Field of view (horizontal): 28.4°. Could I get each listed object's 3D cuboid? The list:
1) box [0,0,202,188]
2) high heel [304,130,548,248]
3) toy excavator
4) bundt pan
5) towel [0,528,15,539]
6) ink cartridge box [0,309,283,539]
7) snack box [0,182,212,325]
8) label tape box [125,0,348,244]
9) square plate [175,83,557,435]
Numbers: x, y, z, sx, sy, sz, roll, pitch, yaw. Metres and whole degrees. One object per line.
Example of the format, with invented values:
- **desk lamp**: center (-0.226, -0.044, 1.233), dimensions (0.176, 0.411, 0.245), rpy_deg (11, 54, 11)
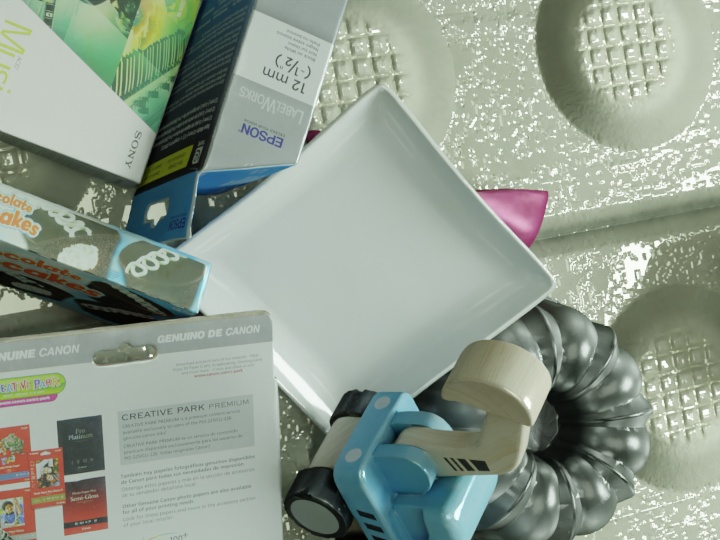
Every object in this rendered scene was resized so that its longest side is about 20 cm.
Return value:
- **box**: center (-0.217, -0.155, 0.935), dimensions (0.200, 0.036, 0.144), rpy_deg (20, 81, -22)
- **high heel**: center (0.048, -0.067, 1.025), dimensions (0.200, 0.067, 0.096), rpy_deg (36, 84, -32)
- **toy excavator**: center (0.051, 0.125, 0.919), dimensions (0.100, 0.200, 0.195), rpy_deg (-58, 133, -41)
- **bundt pan**: center (0.132, 0.115, 1.051), dimensions (0.202, 0.076, 0.202), rpy_deg (0, 89, -23)
- **towel**: center (-0.239, 0.238, 0.855), dimensions (0.193, 0.035, 0.200), rpy_deg (42, 113, -11)
- **ink cartridge box**: center (-0.157, 0.111, 0.910), dimensions (0.200, 0.084, 0.176), rpy_deg (-5, 102, -23)
- **snack box**: center (-0.205, -0.014, 0.890), dimensions (0.200, 0.116, 0.037), rpy_deg (22, 72, -20)
- **label tape box**: center (-0.083, -0.101, 0.926), dimensions (0.066, 0.143, 0.200), rpy_deg (19, 78, -22)
- **square plate**: center (0.000, 0.000, 0.976), dimensions (0.198, 0.028, 0.200), rpy_deg (-38, 114, 12)
